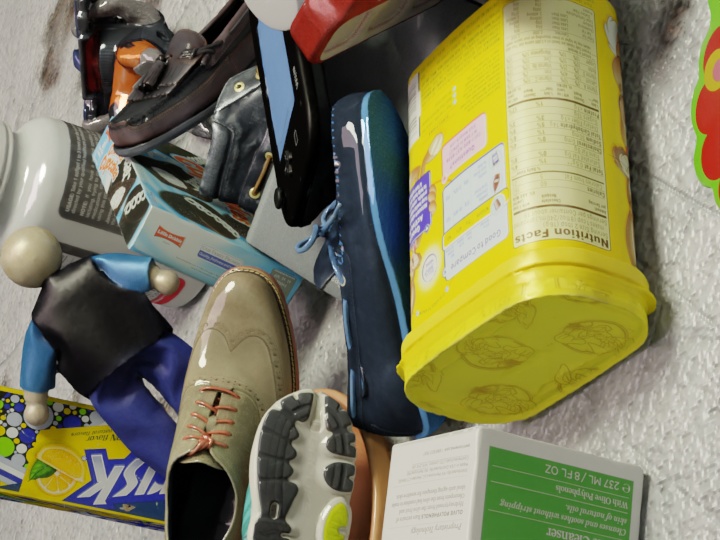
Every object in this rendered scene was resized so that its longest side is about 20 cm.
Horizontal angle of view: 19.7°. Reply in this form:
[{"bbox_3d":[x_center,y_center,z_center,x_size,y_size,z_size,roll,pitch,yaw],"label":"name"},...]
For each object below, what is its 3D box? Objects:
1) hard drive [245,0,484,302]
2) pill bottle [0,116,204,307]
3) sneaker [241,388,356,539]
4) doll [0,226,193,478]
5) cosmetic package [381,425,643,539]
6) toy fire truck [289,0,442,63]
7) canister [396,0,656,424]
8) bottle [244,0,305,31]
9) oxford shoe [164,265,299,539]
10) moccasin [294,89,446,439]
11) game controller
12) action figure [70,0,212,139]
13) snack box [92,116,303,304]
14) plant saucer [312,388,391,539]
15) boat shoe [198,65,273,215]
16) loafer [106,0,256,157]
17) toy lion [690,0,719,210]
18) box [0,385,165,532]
[{"bbox_3d":[0.013,-0.082,1.286,0.139,0.033,0.201,31,104,42],"label":"hard drive"},{"bbox_3d":[-0.208,-0.049,1.536,0.111,0.199,0.111,-37,44,47],"label":"pill bottle"},{"bbox_3d":[-0.041,0.170,1.199,0.080,0.077,0.201,130,153,-75],"label":"sneaker"},{"bbox_3d":[-0.159,0.055,1.324,0.136,0.200,0.048,-39,5,8],"label":"doll"},{"bbox_3d":[0.067,0.188,1.010,0.085,0.107,0.201,-20,61,56],"label":"cosmetic package"},{"bbox_3d":[0.060,-0.201,1.157,0.112,0.200,0.168,52,145,9],"label":"toy fire truck"},{"bbox_3d":[0.084,-0.039,1.118,0.148,0.086,0.201,-39,43,47],"label":"canister"},{"bbox_3d":[0.009,-0.212,1.242,0.200,0.083,0.065,-43,-14,-33],"label":"bottle"},{"bbox_3d":[-0.080,0.096,1.263,0.075,0.070,0.201,25,-111,-79],"label":"oxford shoe"},{"bbox_3d":[0.000,0.000,1.183,0.068,0.080,0.201,-6,93,27],"label":"moccasin"},{"bbox_3d":[-0.045,-0.128,1.275,0.105,0.042,0.201,93,168,-56],"label":"game controller"},{"bbox_3d":[-0.177,-0.136,1.678,0.194,0.104,0.201,-106,14,-55],"label":"action figure"},{"bbox_3d":[-0.114,-0.040,1.420,0.037,0.116,0.200,-60,23,12],"label":"snack box"},{"bbox_3d":[-0.029,0.174,1.267,0.200,0.037,0.201,-39,43,49],"label":"plant saucer"},{"bbox_3d":[-0.042,-0.130,1.369,0.071,0.090,0.201,-65,-8,-87],"label":"boat shoe"},{"bbox_3d":[-0.108,-0.152,1.433,0.072,0.063,0.200,3,36,48],"label":"loafer"},{"bbox_3d":[0.208,-0.123,0.970,0.201,0.068,0.192,-105,33,-44],"label":"toy lion"},{"bbox_3d":[-0.173,0.128,1.374,0.064,0.199,0.071,153,129,-72],"label":"box"}]
